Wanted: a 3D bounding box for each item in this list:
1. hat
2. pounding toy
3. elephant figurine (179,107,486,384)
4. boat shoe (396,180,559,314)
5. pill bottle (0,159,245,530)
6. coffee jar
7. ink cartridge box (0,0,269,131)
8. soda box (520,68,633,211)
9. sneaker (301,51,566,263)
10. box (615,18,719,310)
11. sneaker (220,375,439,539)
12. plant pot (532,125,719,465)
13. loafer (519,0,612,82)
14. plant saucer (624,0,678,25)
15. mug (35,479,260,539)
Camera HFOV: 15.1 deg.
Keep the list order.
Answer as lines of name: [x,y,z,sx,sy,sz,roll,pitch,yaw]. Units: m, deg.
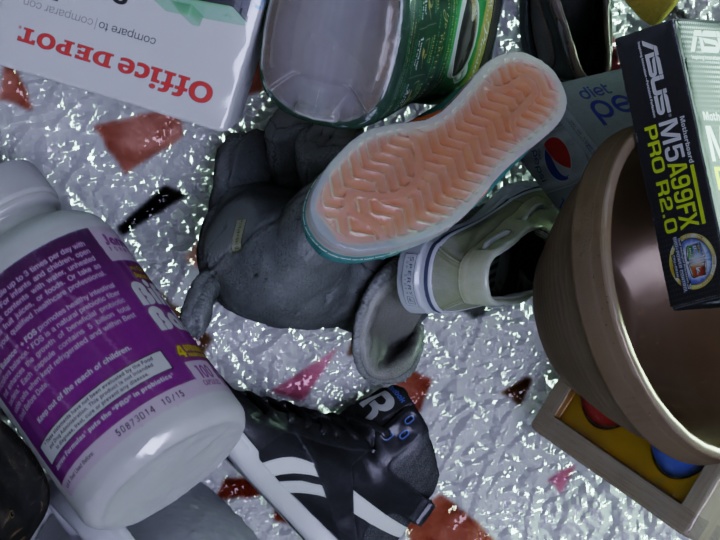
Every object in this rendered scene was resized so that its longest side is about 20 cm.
hat: [-0.226,0.124,1.543,0.081,0.201,0.201,-45,119,-18]
pounding toy: [0.213,0.050,1.715,0.142,0.184,0.200,27,95,-42]
elephant figurine: [0.000,0.000,1.636,0.155,0.142,0.200,-27,136,18]
boat shoe: [0.095,-0.007,1.633,0.200,0.062,0.072,-25,119,-55]
pill bottle: [-0.162,0.038,1.532,0.112,0.112,0.200,-35,74,-9]
coffee jar: [0.016,-0.142,1.558,0.085,0.200,0.104,16,103,18]
ink cartridge box: [-0.111,-0.192,1.515,0.145,0.084,0.200,17,101,-1]
soda box: [0.198,-0.088,1.678,0.200,0.068,0.063,-15,146,-33]
sneaker: [0.034,-0.049,1.525,0.200,0.080,0.071,-34,81,-38]
box: [0.235,-0.062,1.583,0.200,0.044,0.160,-2,79,-50]
sneaker: [-0.026,0.096,1.685,0.112,0.073,0.200,-46,126,-7]
plant pot: [0.165,0.019,1.579,0.201,0.093,0.201,22,61,-45]
loafer: [0.128,-0.207,1.649,0.072,0.063,0.200,-15,112,-16]
plant saucer: [0.184,-0.283,1.625,0.200,0.048,0.200,46,67,-28]
mug: [-0.121,0.197,1.611,0.148,0.175,0.200,-38,117,-8]
